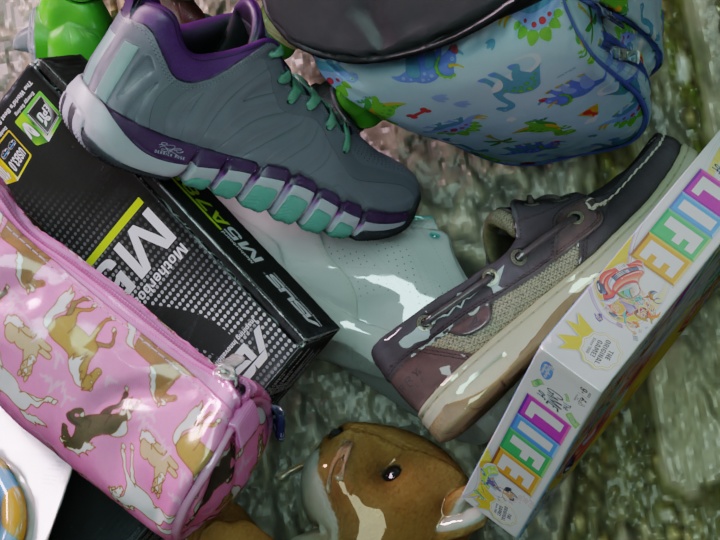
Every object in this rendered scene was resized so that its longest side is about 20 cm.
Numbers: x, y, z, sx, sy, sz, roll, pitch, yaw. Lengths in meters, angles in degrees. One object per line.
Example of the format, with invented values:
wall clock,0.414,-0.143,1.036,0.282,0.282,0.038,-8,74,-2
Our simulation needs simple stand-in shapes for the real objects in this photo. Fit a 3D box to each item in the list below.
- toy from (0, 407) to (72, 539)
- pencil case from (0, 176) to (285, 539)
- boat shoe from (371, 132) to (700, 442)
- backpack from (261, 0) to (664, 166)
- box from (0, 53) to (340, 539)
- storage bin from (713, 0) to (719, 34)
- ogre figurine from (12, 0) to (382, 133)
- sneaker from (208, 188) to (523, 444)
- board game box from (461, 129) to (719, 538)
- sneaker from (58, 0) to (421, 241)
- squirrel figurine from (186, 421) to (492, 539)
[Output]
toy,-0.207,0.133,1.243,0.114,0.047,0.201,6,67,22
pencil case,-0.131,0.035,1.233,0.200,0.083,0.087,36,81,16
boat shoe,0.085,-0.005,1.284,0.065,0.072,0.200,43,68,4
backpack,0.066,-0.125,1.283,0.162,0.200,0.155,-16,88,23
box,-0.139,0.032,1.305,0.193,0.047,0.200,48,113,14
storage bin,0.262,-0.077,1.255,0.093,0.199,0.201,-17,76,-15
ogre figurine,-0.086,-0.112,1.330,0.120,0.199,0.098,-46,35,24
sneaker,0.000,0.000,1.334,0.199,0.075,0.089,32,73,4
board game box,0.129,0.017,1.237,0.034,0.135,0.200,36,56,10
sneaker,-0.039,-0.075,1.260,0.074,0.199,0.088,47,115,47
squirrel figurine,0.000,0.177,1.274,0.200,0.142,0.187,44,75,-1
